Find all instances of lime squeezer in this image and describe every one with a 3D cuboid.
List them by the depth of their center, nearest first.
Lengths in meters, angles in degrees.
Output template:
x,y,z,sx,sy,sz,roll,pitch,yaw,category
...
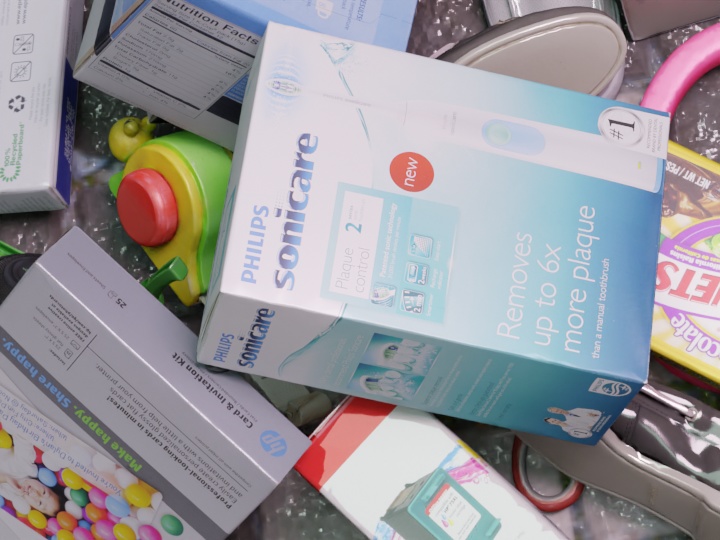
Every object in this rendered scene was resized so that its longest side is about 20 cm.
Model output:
x,y,z,sx,sy,sz,roll,pitch,yaw,category
-0.149,0.008,1.222,0.200,0.071,0.038,12,74,43,lime squeezer

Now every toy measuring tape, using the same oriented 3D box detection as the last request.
x,y,z,sx,sy,sz,roll,pitch,yaw,category
-0.072,-0.012,1.204,0.074,0.074,0.200,-38,68,0,toy measuring tape

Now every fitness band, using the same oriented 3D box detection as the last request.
x,y,z,sx,sy,sz,roll,pitch,yaw,category
0.206,-0.035,1.181,0.143,0.037,0.201,7,79,12,fitness band

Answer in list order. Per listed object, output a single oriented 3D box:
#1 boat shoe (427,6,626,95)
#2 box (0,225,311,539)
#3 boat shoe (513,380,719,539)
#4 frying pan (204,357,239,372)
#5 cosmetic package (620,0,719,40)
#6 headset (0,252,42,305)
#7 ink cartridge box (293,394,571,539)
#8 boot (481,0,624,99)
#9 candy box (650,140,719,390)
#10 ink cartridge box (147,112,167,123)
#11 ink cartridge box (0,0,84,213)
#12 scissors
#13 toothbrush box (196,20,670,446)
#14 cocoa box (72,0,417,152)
x,y,z,sx,sy,sz,roll,pitch,yaw,category
0.044,-0.087,1.193,0.200,0.067,0.057,-32,34,14,boat shoe
-0.138,0.094,1.129,0.156,0.041,0.200,43,131,-1,box
0.144,0.081,1.138,0.200,0.067,0.057,32,61,12,boat shoe
0.016,0.006,1.119,0.115,0.031,0.190,25,58,9,frying pan
0.147,-0.236,1.205,0.073,0.104,0.201,-15,73,7,cosmetic package
-0.194,0.044,1.185,0.200,0.094,0.124,47,131,8,headset
0.039,0.119,1.134,0.200,0.116,0.067,42,87,17,ink cartridge box
0.087,-0.182,1.206,0.073,0.096,0.200,-19,74,6,boot
0.180,0.003,1.146,0.200,0.026,0.102,26,86,13,candy box
-0.082,-0.178,1.245,0.094,0.037,0.201,-3,76,-25,ink cartridge box
-0.254,-0.124,1.274,0.199,0.041,0.200,-1,69,10,ink cartridge box
0.080,0.036,1.202,0.073,0.014,0.200,-30,72,4,scissors
0.034,-0.016,1.070,0.199,0.085,0.147,13,62,-6,toothbrush box
-0.044,-0.179,1.166,0.133,0.131,0.200,23,63,-20,cocoa box
